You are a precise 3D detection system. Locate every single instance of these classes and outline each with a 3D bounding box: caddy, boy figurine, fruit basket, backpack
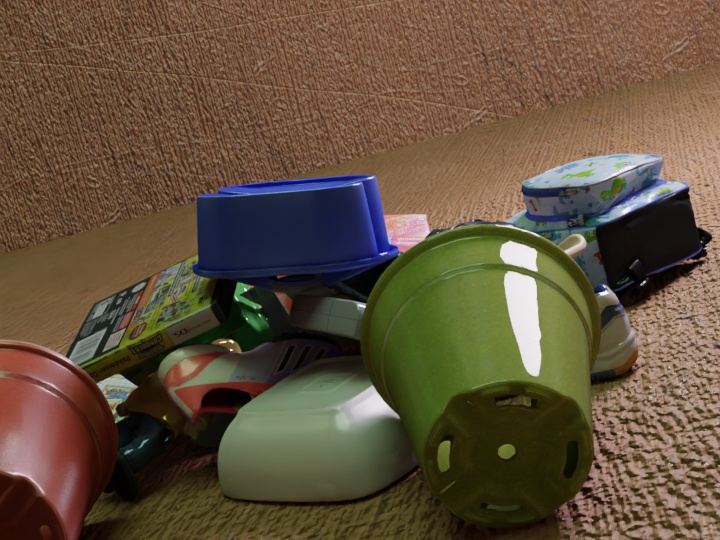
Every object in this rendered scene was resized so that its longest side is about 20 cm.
[{"bbox_3d":[-0.064,-0.030,1.225,0.200,0.105,0.141,-3,8,13],"label":"caddy"},{"bbox_3d":[-0.192,0.140,1.287,0.124,0.064,0.200,4,34,39],"label":"boy figurine"},{"bbox_3d":[-0.167,0.080,1.432,0.185,0.094,0.200,-30,-13,-2],"label":"fruit basket"},{"bbox_3d":[0.262,-0.052,1.474,0.183,0.147,0.200,-24,11,-41],"label":"backpack"}]

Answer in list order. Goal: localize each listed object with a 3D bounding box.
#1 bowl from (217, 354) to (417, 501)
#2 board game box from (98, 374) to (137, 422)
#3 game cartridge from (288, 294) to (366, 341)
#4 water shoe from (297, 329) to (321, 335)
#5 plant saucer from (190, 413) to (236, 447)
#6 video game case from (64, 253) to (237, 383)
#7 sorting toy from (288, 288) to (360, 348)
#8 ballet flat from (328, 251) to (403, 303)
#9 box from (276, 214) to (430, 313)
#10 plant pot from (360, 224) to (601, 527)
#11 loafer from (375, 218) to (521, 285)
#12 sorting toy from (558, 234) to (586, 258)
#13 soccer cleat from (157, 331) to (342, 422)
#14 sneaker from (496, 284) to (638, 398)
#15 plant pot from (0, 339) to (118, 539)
[{"bbox_3d":[-0.019,0.134,1.168,0.200,0.075,0.200,-6,16,40],"label":"bowl"},{"bbox_3d":[-0.280,0.116,1.514,0.105,0.023,0.200,0,40,26],"label":"board game box"},{"bbox_3d":[0.007,0.052,1.221,0.133,0.041,0.200,9,-3,-20],"label":"game cartridge"},{"bbox_3d":[-0.017,0.029,1.640,0.200,0.079,0.071,-24,13,-34],"label":"water shoe"},{"bbox_3d":[-0.091,0.131,1.376,0.200,0.036,0.200,-15,12,3],"label":"plant saucer"},{"bbox_3d":[-0.208,0.042,1.301,0.181,0.026,0.200,-26,18,10],"label":"video game case"},{"bbox_3d":[0.034,0.037,1.426,0.200,0.037,0.185,-13,-24,11],"label":"sorting toy"},{"bbox_3d":[0.000,0.000,1.308,0.200,0.067,0.057,17,-6,13],"label":"ballet flat"},{"bbox_3d":[-0.014,-0.001,1.544,0.200,0.095,0.103,-1,38,-5],"label":"box"},{"bbox_3d":[0.100,0.093,0.980,0.200,0.200,0.190,-15,24,7],"label":"plant pot"},{"bbox_3d":[0.082,-0.007,1.256,0.070,0.068,0.200,23,30,39],"label":"loafer"},{"bbox_3d":[0.133,0.047,1.312,0.185,0.036,0.200,-42,-8,37],"label":"sorting toy"},{"bbox_3d":[-0.097,0.108,1.254,0.200,0.068,0.073,-2,45,-35],"label":"soccer cleat"},{"bbox_3d":[0.157,0.064,1.214,0.200,0.088,0.075,-14,13,20],"label":"sneaker"},{"bbox_3d":[-0.310,0.187,1.074,0.201,0.201,0.195,-17,20,-1],"label":"plant pot"}]
